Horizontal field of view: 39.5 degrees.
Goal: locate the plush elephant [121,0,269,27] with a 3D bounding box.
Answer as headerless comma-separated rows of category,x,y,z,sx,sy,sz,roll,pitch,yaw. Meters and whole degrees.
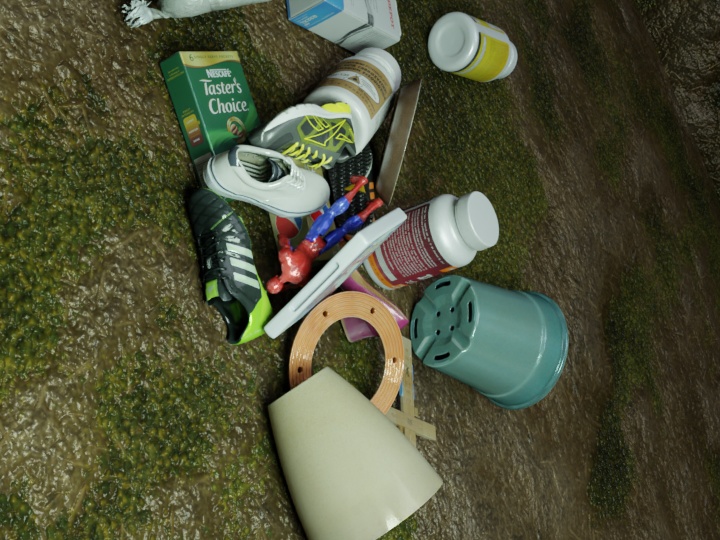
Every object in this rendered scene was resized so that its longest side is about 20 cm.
plush elephant,-0.230,-0.411,1.278,0.199,0.164,0.156,-26,122,-32

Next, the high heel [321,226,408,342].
high heel,0.000,0.000,1.450,0.202,0.095,0.067,70,20,-7

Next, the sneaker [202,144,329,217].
sneaker,-0.105,-0.114,1.295,0.199,0.070,0.074,5,72,-45

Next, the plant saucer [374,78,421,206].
plant saucer,0.055,-0.201,1.553,0.032,0.201,0.202,14,53,-2

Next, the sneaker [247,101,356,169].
sneaker,-0.067,-0.176,1.350,0.199,0.074,0.085,-21,89,-49

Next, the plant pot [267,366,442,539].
plant pot,-0.026,0.230,1.263,0.201,0.187,0.187,58,35,3

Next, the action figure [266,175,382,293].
action figure,-0.067,-0.038,1.318,0.200,0.099,0.065,-47,111,-29

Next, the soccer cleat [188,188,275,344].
soccer cleat,-0.170,-0.005,1.254,0.081,0.067,0.202,-36,107,-53

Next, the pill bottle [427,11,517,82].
pill bottle,0.226,-0.430,1.958,0.199,0.111,0.113,1,73,-54

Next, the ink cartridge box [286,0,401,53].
ink cartridge box,-0.031,-0.455,1.640,0.199,0.083,0.147,13,64,-51

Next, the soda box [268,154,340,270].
soda box,-0.089,-0.102,1.408,0.064,0.067,0.202,-4,77,-53

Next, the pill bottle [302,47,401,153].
pill bottle,-0.008,-0.267,1.556,0.115,0.114,0.200,57,36,-19

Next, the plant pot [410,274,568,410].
plant pot,0.197,0.104,1.610,0.195,0.199,0.202,22,57,-38

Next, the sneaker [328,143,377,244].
sneaker,-0.010,-0.107,1.537,0.090,0.069,0.202,81,4,-51

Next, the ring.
ring,-0.019,0.129,1.378,0.199,0.019,0.203,-2,94,-37

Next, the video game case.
video game case,-0.028,0.000,1.311,0.023,0.182,0.200,46,21,2

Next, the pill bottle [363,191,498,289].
pill bottle,0.106,-0.049,1.535,0.113,0.199,0.114,27,54,-44

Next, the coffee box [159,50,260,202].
coffee box,-0.185,-0.193,1.339,0.123,0.044,0.202,-16,88,-55

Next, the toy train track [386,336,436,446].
toy train track,0.062,0.194,1.512,0.114,0.032,0.202,28,47,-36
